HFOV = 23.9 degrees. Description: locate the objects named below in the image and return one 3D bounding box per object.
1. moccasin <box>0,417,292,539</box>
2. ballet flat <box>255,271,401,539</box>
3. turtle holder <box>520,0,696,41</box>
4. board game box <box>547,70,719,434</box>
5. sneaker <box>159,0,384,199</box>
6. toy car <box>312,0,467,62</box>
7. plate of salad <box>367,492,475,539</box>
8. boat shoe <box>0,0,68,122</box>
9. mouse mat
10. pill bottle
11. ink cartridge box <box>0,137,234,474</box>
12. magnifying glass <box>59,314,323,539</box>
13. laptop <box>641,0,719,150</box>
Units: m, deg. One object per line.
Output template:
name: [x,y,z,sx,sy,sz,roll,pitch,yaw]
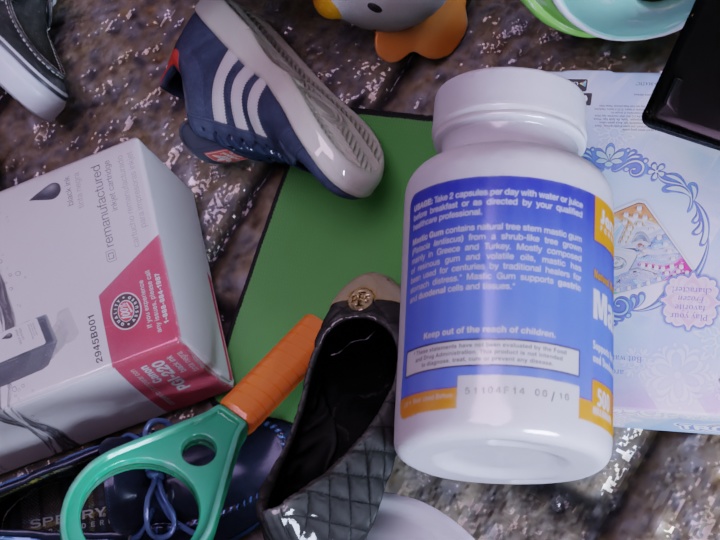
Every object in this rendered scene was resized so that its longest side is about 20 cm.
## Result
moccasin: [-0.129,0.131,0.962,0.199,0.068,0.081,-22,64,13]
ballet flat: [-0.007,0.071,0.892,0.066,0.057,0.200,-9,42,22]
turtle holder: [0.142,-0.212,0.939,0.141,0.186,0.132,-45,33,-22]
board game box: [0.166,-0.012,0.941,0.199,0.043,0.200,3,70,19]
sneaker: [-0.059,-0.085,1.021,0.085,0.075,0.200,-51,44,13]
toy car: [-0.014,-0.196,1.006,0.177,0.184,0.200,-44,105,-15]
plate of salad: [0.009,0.219,0.897,0.199,0.048,0.201,-9,75,36]
boat shoe: [-0.236,-0.184,1.120,0.071,0.072,0.200,-39,61,5]
mouse mat: [0.000,0.000,0.987,0.160,0.008,0.201,10,76,36]
pill bottle: [0.076,0.002,0.879,0.112,0.112,0.201,-2,70,17]
ink cartridge box: [-0.193,0.028,1.017,0.199,0.085,0.146,-22,62,11]
magnifying glass: [-0.082,0.094,0.920,0.079,0.022,0.200,32,55,20]
laptop: [0.284,-0.107,0.901,0.199,0.116,0.188,21,78,25]
